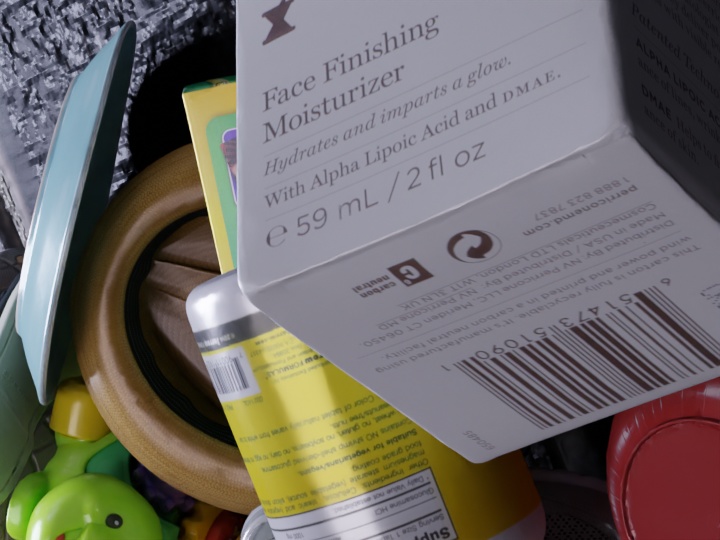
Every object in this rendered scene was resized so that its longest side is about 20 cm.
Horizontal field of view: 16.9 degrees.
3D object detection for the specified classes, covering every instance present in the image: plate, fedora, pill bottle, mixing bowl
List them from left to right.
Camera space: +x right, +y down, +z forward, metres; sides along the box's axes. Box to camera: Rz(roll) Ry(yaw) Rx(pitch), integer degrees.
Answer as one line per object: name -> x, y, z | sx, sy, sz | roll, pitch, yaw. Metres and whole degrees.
plate -> -0.147, -0.031, 1.229 | 0.026, 0.200, 0.200 | 12, 123, -3
fedora -> -0.040, 0.024, 1.196 | 0.200, 0.082, 0.201 | 1, 96, 11
pill bottle -> 0.011, 0.082, 1.032 | 0.112, 0.112, 0.200 | -19, 94, 45
mixing bowl -> 0.180, 0.090, 1.030 | 0.200, 0.108, 0.201 | 19, 121, 36

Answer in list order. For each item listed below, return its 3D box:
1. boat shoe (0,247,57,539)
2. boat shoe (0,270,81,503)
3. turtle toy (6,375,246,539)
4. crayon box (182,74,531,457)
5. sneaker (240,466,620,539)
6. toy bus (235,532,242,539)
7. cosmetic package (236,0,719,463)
boat shoe -> -0.192, 0.091, 1.369 | 0.072, 0.076, 0.200 | 142, 132, -62
boat shoe -> -0.196, 0.057, 1.295 | 0.066, 0.200, 0.075 | -10, 127, 27
turtle toy -> -0.120, 0.133, 1.271 | 0.101, 0.200, 0.146 | 15, 95, 24
crayon box -> 0.000, 0.000, 1.112 | 0.119, 0.058, 0.200 | -11, 94, 12
sneaker -> 0.037, 0.144, 1.122 | 0.200, 0.082, 0.075 | -8, 111, 12
toy bus -> -0.038, 0.231, 1.232 | 0.136, 0.192, 0.200 | 20, 122, 34
cosmetic package -> 0.063, -0.065, 0.927 | 0.165, 0.165, 0.200 | -23, 51, 27
